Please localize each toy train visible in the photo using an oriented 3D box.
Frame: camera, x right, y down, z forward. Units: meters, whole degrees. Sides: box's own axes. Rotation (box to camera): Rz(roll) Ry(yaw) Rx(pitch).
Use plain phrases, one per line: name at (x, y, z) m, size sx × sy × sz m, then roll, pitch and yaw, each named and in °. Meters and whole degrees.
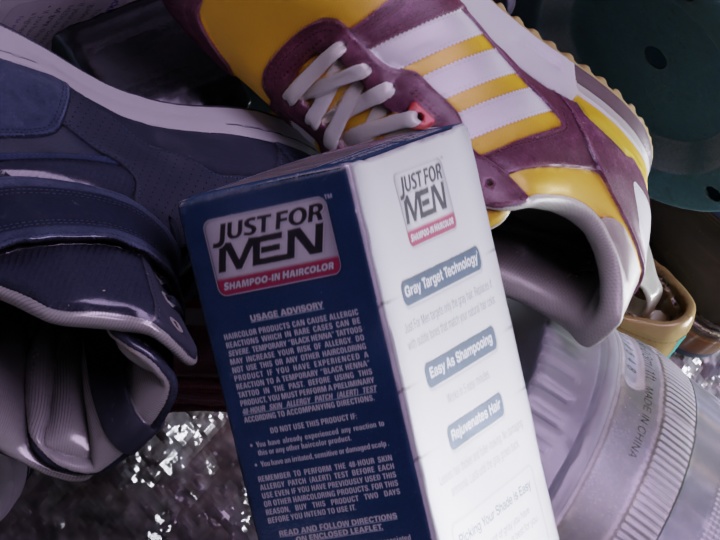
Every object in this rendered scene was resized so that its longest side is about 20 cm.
toy train at (-0.031, -0.070, 0.917) m, size 0.199 × 0.114 × 0.086 m, roll -22°, pitch 72°, yaw -17°

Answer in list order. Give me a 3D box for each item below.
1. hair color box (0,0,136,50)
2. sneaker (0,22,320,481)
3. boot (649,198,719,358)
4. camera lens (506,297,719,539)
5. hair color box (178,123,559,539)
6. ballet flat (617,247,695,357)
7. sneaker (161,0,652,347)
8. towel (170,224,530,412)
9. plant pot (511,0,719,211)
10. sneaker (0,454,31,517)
hair color box at (-0.104, -0.115, 0.919) m, size 0.199 × 0.109 × 0.065 m, roll -16°, pitch 74°, yaw -41°
sneaker at (-0.061, 0.008, 0.790) m, size 0.201 × 0.077 × 0.147 m, roll 17°, pitch 35°, yaw -37°
boot at (0.127, -0.066, 1.068) m, size 0.075 × 0.097 × 0.201 m, roll -35°, pitch 88°, yaw -40°
camera lens at (0.098, 0.121, 0.903) m, size 0.200 × 0.160 × 0.161 m, roll 37°, pitch 50°, yaw -14°
hair color box at (0.012, 0.063, 0.758) m, size 0.100 × 0.060 × 0.202 m, roll -24°, pitch 102°, yaw -66°
ballet flat at (0.069, -0.041, 1.036) m, size 0.200 × 0.063 × 0.069 m, roll 49°, pitch 47°, yaw -3°
sneaker at (0.017, -0.050, 0.820) m, size 0.199 × 0.075 × 0.090 m, roll 27°, pitch 43°, yaw -19°
towel at (0.000, 0.000, 0.920) m, size 0.200 × 0.143 × 0.023 m, roll -38°, pitch 119°, yaw -42°
plant pot at (0.159, -0.130, 0.974) m, size 0.200 × 0.200 × 0.188 m, roll 48°, pitch 61°, yaw -5°
sneaker at (-0.184, 0.001, 0.810) m, size 0.200 × 0.078 × 0.080 m, roll 44°, pitch 27°, yaw -9°
